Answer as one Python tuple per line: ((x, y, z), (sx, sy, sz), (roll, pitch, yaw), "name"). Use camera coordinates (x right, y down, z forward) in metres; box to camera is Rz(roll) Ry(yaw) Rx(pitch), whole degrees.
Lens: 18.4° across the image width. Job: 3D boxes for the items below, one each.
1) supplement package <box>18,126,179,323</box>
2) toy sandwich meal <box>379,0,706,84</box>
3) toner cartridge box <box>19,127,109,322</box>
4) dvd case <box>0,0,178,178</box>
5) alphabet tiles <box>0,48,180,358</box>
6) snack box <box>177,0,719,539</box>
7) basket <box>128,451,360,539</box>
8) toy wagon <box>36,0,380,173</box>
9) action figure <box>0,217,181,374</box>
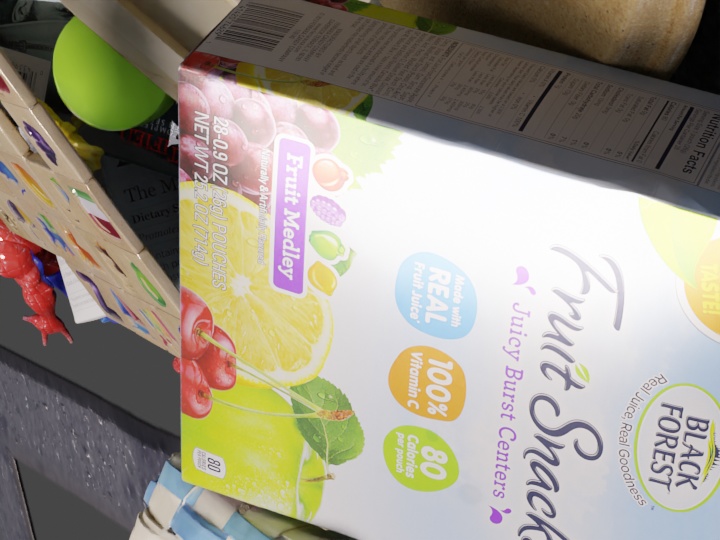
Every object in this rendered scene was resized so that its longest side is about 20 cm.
((-0.090, -0.091, 0.975), (0.109, 0.113, 0.201), (-15, 92, 67), "supplement package")
((0.053, -0.146, 0.697), (0.205, 0.070, 0.206), (38, 142, 38), "toy sandwich meal")
((-0.150, -0.083, 1.194), (0.201, 0.043, 0.095), (65, 156, 17), "toner cartridge box")
((-0.082, -0.143, 0.866), (0.145, 0.022, 0.201), (17, 102, 25), "dvd case")
((-0.132, -0.038, 0.871), (0.167, 0.008, 0.200), (55, 165, -26), "alphabet tiles")
((0.044, 0.016, 0.693), (0.199, 0.068, 0.169), (15, 129, 16), "snack box")
((-0.028, 0.168, 0.806), (0.139, 0.176, 0.201), (34, 115, 38), "basket")
((-0.056, -0.124, 0.815), (0.155, 0.040, 0.200), (40, 107, 6), "toy wagon")
((-0.137, -0.004, 1.051), (0.051, 0.200, 0.066), (-12, 64, 28), "action figure")
